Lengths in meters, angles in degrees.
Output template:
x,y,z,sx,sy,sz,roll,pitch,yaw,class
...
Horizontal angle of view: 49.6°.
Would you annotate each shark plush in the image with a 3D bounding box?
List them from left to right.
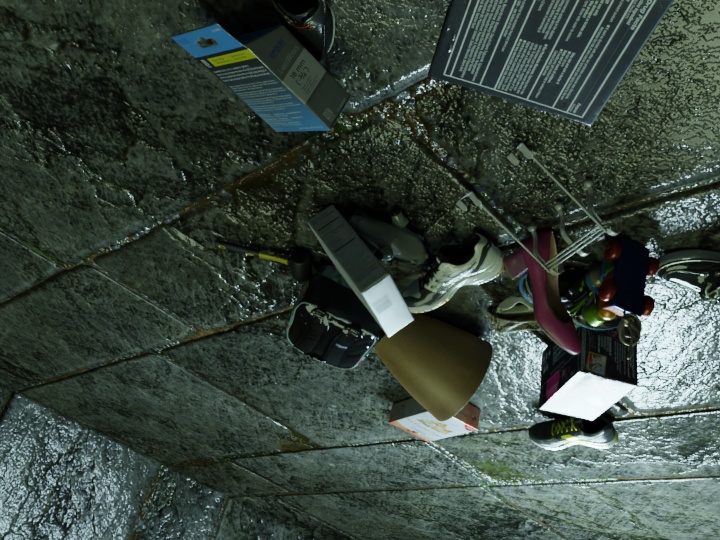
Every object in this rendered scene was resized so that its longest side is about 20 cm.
x,y,z,sx,sy,sz,roll,pitch,yaw,class
0.073,-0.050,1.351,0.200,0.091,0.083,15,176,-39,shark plush

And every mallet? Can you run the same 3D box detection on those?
x,y,z,sx,sy,sz,roll,pitch,yaw,class
-0.186,-0.024,1.510,0.199,0.041,0.066,11,146,17,mallet

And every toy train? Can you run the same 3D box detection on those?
x,y,z,sx,sy,sz,roll,pitch,yaw,class
0.389,0.060,1.213,0.084,0.201,0.116,22,153,-10,toy train

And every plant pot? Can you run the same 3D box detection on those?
x,y,z,sx,sy,sz,roll,pitch,yaw,class
0.127,0.168,1.548,0.200,0.187,0.186,35,146,-9,plant pot

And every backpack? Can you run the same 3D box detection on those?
x,y,z,sx,sy,sz,roll,pitch,yaw,class
-0.050,0.099,1.524,0.177,0.151,0.200,25,140,-2,backpack

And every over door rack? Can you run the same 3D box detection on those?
x,y,z,sx,sy,sz,roll,pitch,yaw,class
0.267,-0.094,1.156,0.200,0.067,0.148,36,142,-6,over door rack

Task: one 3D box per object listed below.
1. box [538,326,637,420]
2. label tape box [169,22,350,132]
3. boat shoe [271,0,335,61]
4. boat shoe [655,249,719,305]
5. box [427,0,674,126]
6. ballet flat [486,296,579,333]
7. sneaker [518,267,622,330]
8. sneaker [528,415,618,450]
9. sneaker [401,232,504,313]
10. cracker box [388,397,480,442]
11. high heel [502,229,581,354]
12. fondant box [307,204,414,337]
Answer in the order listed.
x,y,z,sx,sy,sz,roll,pitch,yaw,class
0.423,0.179,1.451,0.114,0.133,0.200,14,149,-3,box
-0.129,-0.267,1.019,0.200,0.063,0.144,40,163,-34,label tape box
-0.077,-0.326,0.946,0.073,0.063,0.202,7,149,10,boat shoe
0.553,0.020,1.195,0.199,0.068,0.074,10,148,11,boat shoe
0.197,-0.283,0.824,0.198,0.124,0.200,18,151,-1,box
0.313,0.074,1.405,0.200,0.068,0.075,-10,131,42,ballet flat
0.369,0.044,1.317,0.199,0.071,0.083,20,155,-1,sneaker
0.483,0.359,1.782,0.199,0.075,0.085,-6,138,18,sneaker
0.141,-0.002,1.329,0.200,0.076,0.088,-31,128,20,sneaker
0.182,0.363,1.930,0.134,0.058,0.200,30,146,-22,cracker box
0.317,0.036,1.250,0.096,0.067,0.200,-36,88,33,high heel
0.000,0.000,1.317,0.058,0.200,0.144,-34,139,-3,fondant box
